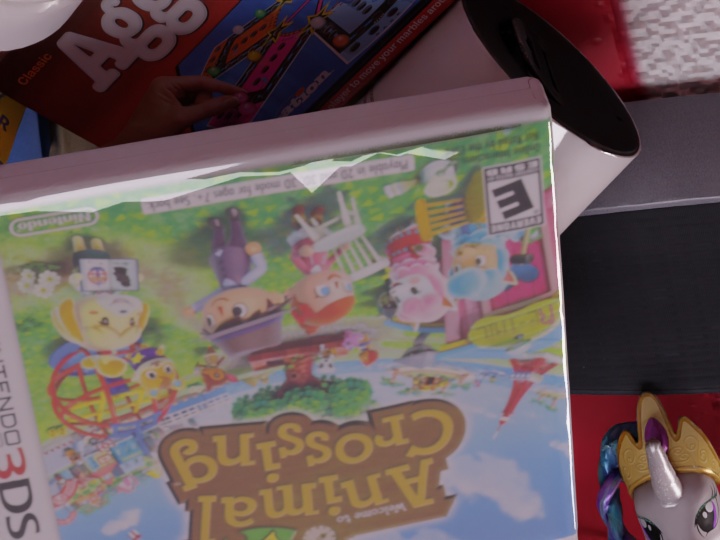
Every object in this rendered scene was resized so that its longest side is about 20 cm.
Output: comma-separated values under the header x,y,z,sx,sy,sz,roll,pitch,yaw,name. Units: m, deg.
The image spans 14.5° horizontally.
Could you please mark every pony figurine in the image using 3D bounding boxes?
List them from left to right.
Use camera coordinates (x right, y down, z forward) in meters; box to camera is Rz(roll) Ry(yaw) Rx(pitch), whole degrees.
x,y,z,sx,sy,sz,roll,pitch,yaw,name
0.149,0.148,1.084,0.166,0.201,0.193,-17,169,15,pony figurine

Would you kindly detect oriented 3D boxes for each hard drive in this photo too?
x,y,z,sx,sy,sz,roll,pitch,yaw,name
0.130,-0.007,1.002,0.199,0.042,0.135,-5,142,11,hard drive

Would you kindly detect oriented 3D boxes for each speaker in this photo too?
x,y,z,sx,sy,sz,roll,pitch,yaw,name
0.000,0.000,0.942,0.081,0.081,0.200,30,115,-30,speaker

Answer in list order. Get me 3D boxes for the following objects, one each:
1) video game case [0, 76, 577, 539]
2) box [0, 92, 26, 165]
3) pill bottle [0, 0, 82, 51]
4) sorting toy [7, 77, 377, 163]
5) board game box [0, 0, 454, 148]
x,y,z,sx,sy,sz,roll,pitch,yaw,name
-0.033,0.034,0.896,0.199,0.022,0.183,-10,127,-4,video game case
-0.244,-0.044,0.918,0.200,0.097,0.176,-23,128,35,box
-0.073,-0.150,0.776,0.111,0.111,0.200,21,140,-21,pill bottle
-0.079,-0.036,0.988,0.184,0.037,0.200,-8,141,15,sorting toy
-0.020,-0.102,0.879,0.103,0.019,0.200,30,124,-28,board game box
